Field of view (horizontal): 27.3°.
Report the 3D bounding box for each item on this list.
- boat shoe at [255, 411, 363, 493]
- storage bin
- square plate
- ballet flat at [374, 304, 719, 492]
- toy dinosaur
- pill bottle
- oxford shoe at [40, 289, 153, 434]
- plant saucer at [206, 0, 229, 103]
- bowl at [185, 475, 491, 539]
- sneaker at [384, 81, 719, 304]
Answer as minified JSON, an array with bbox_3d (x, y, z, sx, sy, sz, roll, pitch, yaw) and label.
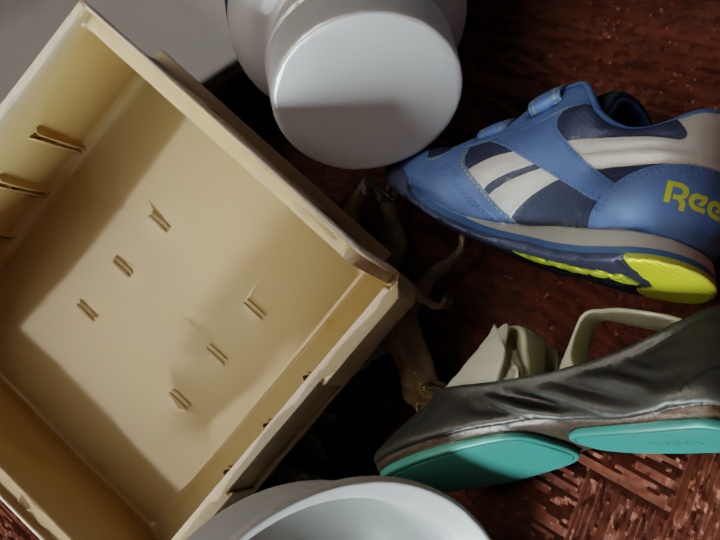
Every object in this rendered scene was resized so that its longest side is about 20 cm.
[{"bbox_3d":[-0.046,0.105,0.804,0.199,0.073,0.068,30,106,48],"label":"boat shoe"},{"bbox_3d":[-0.111,0.017,0.723,0.198,0.094,0.200,42,97,14],"label":"storage bin"},{"bbox_3d":[-0.160,-0.126,0.888,0.200,0.028,0.198,-38,46,-9],"label":"square plate"},{"bbox_3d":[0.092,0.056,0.665,0.200,0.068,0.069,-14,61,37],"label":"ballet flat"},{"bbox_3d":[0.000,0.000,0.787,0.200,0.058,0.101,46,117,45],"label":"toy dinosaur"},{"bbox_3d":[-0.011,-0.147,0.751,0.120,0.119,0.200,-50,32,30],"label":"pill bottle"},{"bbox_3d":[-0.099,0.022,0.805,0.200,0.084,0.073,-53,36,-4],"label":"oxford shoe"},{"bbox_3d":[-0.137,-0.172,0.998,0.200,0.048,0.200,15,93,50],"label":"plant saucer"},{"bbox_3d":[-0.033,0.178,0.676,0.090,0.201,0.202,17,94,54],"label":"bowl"},{"bbox_3d":[0.092,-0.042,0.679,0.200,0.074,0.083,17,86,49],"label":"sneaker"}]
